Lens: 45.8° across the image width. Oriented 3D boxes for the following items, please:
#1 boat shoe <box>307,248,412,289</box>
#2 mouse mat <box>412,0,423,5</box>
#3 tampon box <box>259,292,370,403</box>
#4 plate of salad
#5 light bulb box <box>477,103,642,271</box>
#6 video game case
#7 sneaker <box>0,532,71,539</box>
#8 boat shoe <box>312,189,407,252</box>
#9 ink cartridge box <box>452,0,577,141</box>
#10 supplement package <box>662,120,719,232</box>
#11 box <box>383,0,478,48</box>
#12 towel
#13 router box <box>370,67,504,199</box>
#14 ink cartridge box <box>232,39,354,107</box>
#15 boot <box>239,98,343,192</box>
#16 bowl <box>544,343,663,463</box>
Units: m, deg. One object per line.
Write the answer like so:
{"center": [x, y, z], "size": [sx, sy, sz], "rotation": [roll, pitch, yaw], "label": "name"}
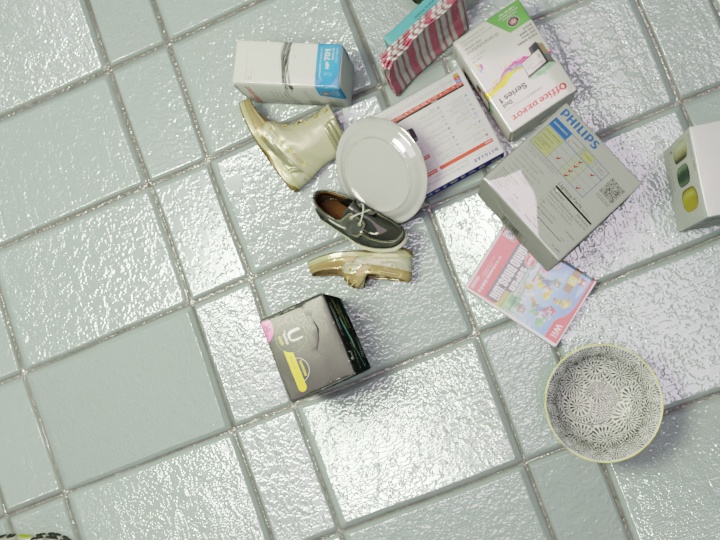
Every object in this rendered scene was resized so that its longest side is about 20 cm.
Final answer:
{"center": [0.000, 0.000, 1.577], "size": [0.197, 0.074, 0.067], "rotation": [-5, 80, 7], "label": "boat shoe"}
{"center": [0.112, -0.611, 1.611], "size": [0.161, 0.008, 0.200], "rotation": [-41, 69, 3], "label": "mouse mat"}
{"center": [-0.078, 0.136, 1.515], "size": [0.125, 0.200, 0.151], "rotation": [-24, 83, 5], "label": "tampon box"}
{"center": [0.041, -0.183, 1.556], "size": [0.198, 0.048, 0.202], "rotation": [17, 122, 29], "label": "plate of salad"}
{"center": [0.346, -0.143, 1.505], "size": [0.200, 0.125, 0.199], "rotation": [-41, 82, -3], "label": "light bulb box"}
{"center": [0.310, 0.026, 1.562], "size": [0.199, 0.017, 0.144], "rotation": [33, 91, 8], "label": "video game case"}
{"center": [-0.629, 0.555, 1.640], "size": [0.197, 0.078, 0.081], "rotation": [-1, 106, 12], "label": "sneaker"}
{"center": [-0.005, -0.092, 1.556], "size": [0.199, 0.068, 0.072], "rotation": [27, 69, 28], "label": "boat shoe"}
{"center": [0.281, -0.362, 1.556], "size": [0.144, 0.084, 0.201], "rotation": [-32, 83, 5], "label": "ink cartridge box"}
{"center": [0.619, -0.163, 1.439], "size": [0.149, 0.200, 0.154], "rotation": [-10, 84, 7], "label": "supplement package"}
{"center": [0.135, -0.470, 1.585], "size": [0.200, 0.082, 0.049], "rotation": [-42, 80, 3], "label": "box"}
{"center": [0.122, -0.412, 1.550], "size": [0.200, 0.146, 0.030], "rotation": [-42, 75, 2], "label": "towel"}
{"center": [0.140, -0.247, 1.586], "size": [0.198, 0.049, 0.181], "rotation": [-27, 83, 5], "label": "router box"}
{"center": [-0.120, -0.362, 1.579], "size": [0.197, 0.146, 0.087], "rotation": [6, 88, 8], "label": "ink cartridge box"}
{"center": [-0.123, -0.272, 1.612], "size": [0.154, 0.072, 0.201], "rotation": [-35, 89, 5], "label": "boot"}
{"center": [0.419, 0.229, 1.495], "size": [0.198, 0.094, 0.204], "rotation": [0, 86, 7], "label": "bowl"}
